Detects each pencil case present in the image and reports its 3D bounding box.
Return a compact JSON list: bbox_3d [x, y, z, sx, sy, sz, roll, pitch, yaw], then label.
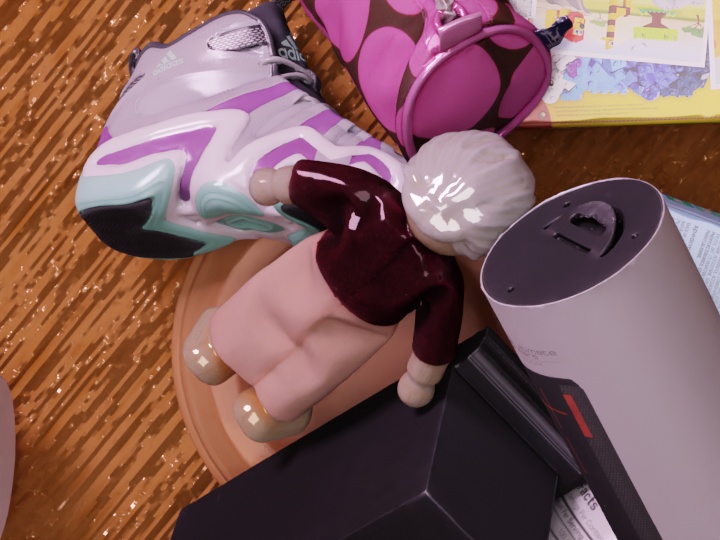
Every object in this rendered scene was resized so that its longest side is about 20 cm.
[{"bbox_3d":[0.008,-0.139,1.051,0.091,0.094,0.200,-36,56,-1],"label":"pencil case"}]

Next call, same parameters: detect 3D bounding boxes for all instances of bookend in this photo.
[{"bbox_3d":[-0.003,0.157,1.024,0.199,0.199,0.092,-33,114,30],"label":"bookend"}]

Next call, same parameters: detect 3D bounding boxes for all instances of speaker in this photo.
[{"bbox_3d":[0.123,0.062,0.954,0.081,0.081,0.201,-26,118,7],"label":"speaker"}]

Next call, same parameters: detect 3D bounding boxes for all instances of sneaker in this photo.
[{"bbox_3d":[-0.028,-0.076,1.094,0.198,0.078,0.141,5,64,16],"label":"sneaker"}]

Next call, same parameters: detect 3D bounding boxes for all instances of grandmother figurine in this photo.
[{"bbox_3d":[0.000,0.000,1.011,0.121,0.061,0.200,44,135,-11],"label":"grandmother figurine"}]

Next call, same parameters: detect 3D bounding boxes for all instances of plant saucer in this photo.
[{"bbox_3d":[0.005,0.041,1.134,0.198,0.037,0.202,0,94,6],"label":"plant saucer"}]

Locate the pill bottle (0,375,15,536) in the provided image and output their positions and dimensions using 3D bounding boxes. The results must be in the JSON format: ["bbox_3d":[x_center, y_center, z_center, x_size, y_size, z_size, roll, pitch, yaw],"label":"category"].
[{"bbox_3d":[-0.270,0.087,1.127,0.198,0.112,0.113,2,94,6],"label":"pill bottle"}]

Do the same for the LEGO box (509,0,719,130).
[{"bbox_3d":[0.161,-0.142,1.086,0.198,0.077,0.150,-2,93,6],"label":"LEGO box"}]

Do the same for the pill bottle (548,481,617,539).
[{"bbox_3d":[0.122,0.149,1.092,0.200,0.111,0.111,-43,89,7],"label":"pill bottle"}]

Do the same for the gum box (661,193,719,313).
[{"bbox_3d":[0.200,0.013,1.046,0.199,0.170,0.045,21,95,4],"label":"gum box"}]
